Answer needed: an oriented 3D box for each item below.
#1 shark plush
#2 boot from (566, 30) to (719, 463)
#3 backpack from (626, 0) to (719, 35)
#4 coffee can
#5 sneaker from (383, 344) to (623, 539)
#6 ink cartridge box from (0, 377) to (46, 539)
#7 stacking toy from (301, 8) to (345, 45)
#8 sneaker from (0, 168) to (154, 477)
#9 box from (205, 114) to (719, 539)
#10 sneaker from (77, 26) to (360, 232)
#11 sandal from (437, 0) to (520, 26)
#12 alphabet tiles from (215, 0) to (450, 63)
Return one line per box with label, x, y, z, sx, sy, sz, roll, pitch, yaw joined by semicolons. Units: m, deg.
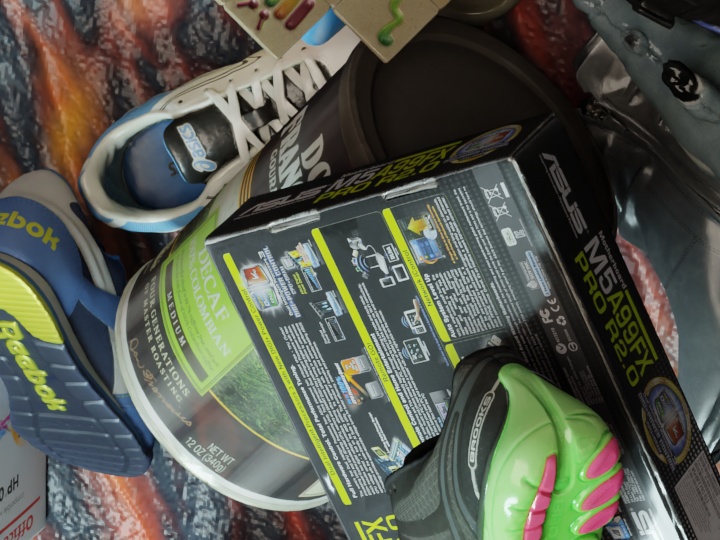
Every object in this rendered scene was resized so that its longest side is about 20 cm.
shark plush;0.156;-0.084;1.239;0.091;0.083;0.200;-39;81;19
boot;0.140;-0.014;1.332;0.131;0.070;0.200;20;102;16
backpack;0.230;-0.173;1.181;0.200;0.154;0.191;20;139;7
coffee can;0.000;0.000;1.312;0.146;0.146;0.200;47;130;1
sneaker;0.050;0.108;1.138;0.084;0.077;0.200;55;143;35
ink cartridge box;-0.211;0.093;1.458;0.068;0.115;0.201;10;110;18
stacking toy;-0.082;-0.178;1.343;0.200;0.110;0.116;5;127;31
sneaker;-0.141;0.031;1.416;0.074;0.082;0.200;6;145;18
box;0.047;0.049;1.179;0.160;0.044;0.200;-15;108;37
sneaker;-0.047;-0.071;1.371;0.200;0.072;0.072;-27;95;24
sandal;0.075;-0.201;1.291;0.080;0.054;0.200;26;107;8
alphabet tiles;-0.001;-0.193;1.241;0.166;0.006;0.200;45;80;2
